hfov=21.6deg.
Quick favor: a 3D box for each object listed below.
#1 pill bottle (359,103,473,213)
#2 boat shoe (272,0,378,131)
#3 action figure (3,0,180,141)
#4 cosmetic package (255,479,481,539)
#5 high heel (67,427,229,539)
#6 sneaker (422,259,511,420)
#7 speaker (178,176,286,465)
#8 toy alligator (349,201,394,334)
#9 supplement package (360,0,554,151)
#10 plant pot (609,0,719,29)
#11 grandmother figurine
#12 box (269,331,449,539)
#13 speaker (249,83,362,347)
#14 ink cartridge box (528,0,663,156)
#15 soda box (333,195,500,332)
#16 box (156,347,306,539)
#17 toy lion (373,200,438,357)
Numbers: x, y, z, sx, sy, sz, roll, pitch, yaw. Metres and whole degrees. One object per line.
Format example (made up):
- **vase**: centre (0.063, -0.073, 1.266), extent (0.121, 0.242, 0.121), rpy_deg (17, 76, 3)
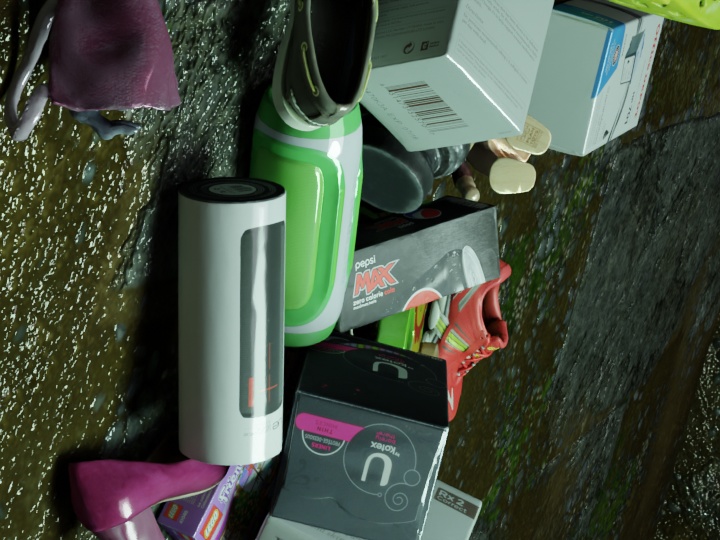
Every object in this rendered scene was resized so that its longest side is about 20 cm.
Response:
- **pill bottle**: centre (0.058, -0.151, 1.608), extent (0.201, 0.111, 0.112), rpy_deg (-60, 157, -29)
- **boat shoe**: centre (-0.018, -0.204, 1.369), extent (0.072, 0.060, 0.204), rpy_deg (11, 80, -33)
- **action figure**: centre (-0.152, -0.189, 1.111), extent (0.148, 0.134, 0.202), rpy_deg (-9, 111, -19)
- **cosmetic package**: centre (-0.018, 0.276, 1.620), extent (0.165, 0.164, 0.201), rpy_deg (-58, 172, -61)
- **high heel**: centre (-0.153, 0.135, 1.411), extent (0.097, 0.067, 0.200), rpy_deg (66, 22, -19)
- **sneaker**: centre (0.111, 0.075, 1.977), extent (0.077, 0.084, 0.202), rpy_deg (-29, 134, -60)
- **speaker**: centre (-0.095, 0.038, 1.380), extent (0.081, 0.081, 0.202), rpy_deg (-28, 123, -61)
- **toy alligator**: centre (0.000, 0.000, 1.682), extent (0.054, 0.059, 0.201), rpy_deg (29, 78, -28)
- **supplement package**: centre (0.073, -0.214, 1.486), extent (0.117, 0.117, 0.201), rpy_deg (40, 56, -41)
- **plant pot**: centre (0.275, -0.363, 1.872), extent (0.181, 0.198, 0.202), rpy_deg (-6, 114, -60)
- **grandmother figurine**: centre (0.108, -0.123, 1.702), extent (0.122, 0.060, 0.200), rpy_deg (-61, -159, 0)
- **box**: centre (0.001, 0.129, 1.497), extent (0.200, 0.121, 0.107), rpy_deg (-84, -173, -77)
- **speaker**: centre (-0.047, -0.044, 1.469), extent (0.088, 0.088, 0.201), rpy_deg (-41, 144, -53)
- **ink cartridge box**: centre (0.258, -0.223, 2.096), extent (0.200, 0.085, 0.148), rpy_deg (-27, 133, -60)
- **soda box**: centre (0.031, -0.007, 1.617), extent (0.199, 0.063, 0.071), rpy_deg (-18, 111, -40)
- **box**: centre (-0.093, 0.150, 1.587), extent (0.201, 0.039, 0.137), rpy_deg (-64, 158, -18)
- **toy lion**: centre (0.042, 0.035, 1.760), extent (0.200, 0.068, 0.193), rpy_deg (-64, 161, -69)
